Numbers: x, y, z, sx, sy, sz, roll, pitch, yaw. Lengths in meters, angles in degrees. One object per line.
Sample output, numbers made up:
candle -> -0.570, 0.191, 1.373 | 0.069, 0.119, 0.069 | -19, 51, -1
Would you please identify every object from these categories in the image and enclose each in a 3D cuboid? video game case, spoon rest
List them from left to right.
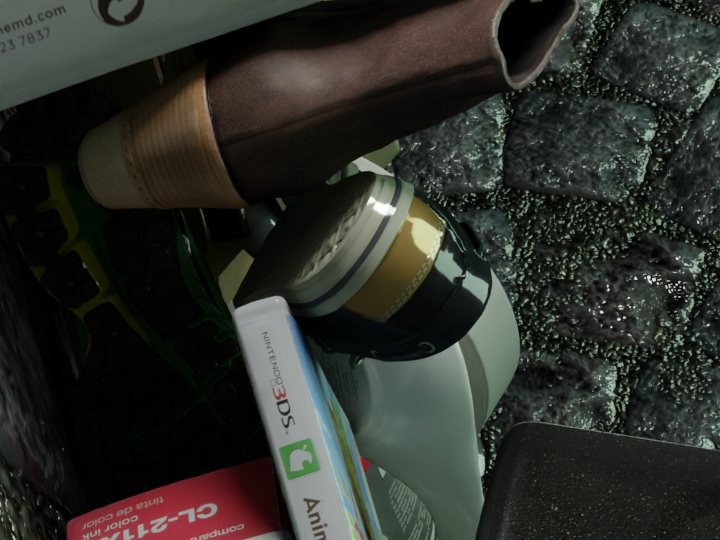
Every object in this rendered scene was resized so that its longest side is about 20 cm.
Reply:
video game case -> 0.002, 0.120, 0.863 | 0.200, 0.022, 0.182 | 68, 4, -73
spoon rest -> 0.016, 0.080, 1.015 | 0.099, 0.061, 0.200 | 8, -67, 47

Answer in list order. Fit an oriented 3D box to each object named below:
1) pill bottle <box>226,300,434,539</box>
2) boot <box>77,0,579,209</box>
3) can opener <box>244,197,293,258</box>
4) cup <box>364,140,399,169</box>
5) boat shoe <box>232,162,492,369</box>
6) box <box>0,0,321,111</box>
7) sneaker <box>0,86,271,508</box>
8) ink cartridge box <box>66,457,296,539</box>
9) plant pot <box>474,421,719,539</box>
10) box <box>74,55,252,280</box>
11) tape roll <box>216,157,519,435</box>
pill bottle -> -0.025, 0.108, 1.149 | 0.200, 0.111, 0.111 | 69, 5, -53
boot -> 0.004, -0.072, 0.870 | 0.200, 0.166, 0.072 | -48, 121, -66
can opener -> -0.069, -0.082, 1.048 | 0.066, 0.053, 0.200 | 40, 14, -48
cup -> -0.060, -0.093, 1.296 | 0.200, 0.143, 0.201 | -17, 90, -88
boat shoe -> 0.000, 0.000, 0.876 | 0.062, 0.075, 0.200 | 33, -5, -11
box -> -0.080, -0.180, 0.824 | 0.131, 0.199, 0.200 | -91, 162, -75
sneaker -> -0.079, 0.022, 0.935 | 0.085, 0.078, 0.200 | -83, 156, -84
ink cartridge box -> -0.037, 0.181, 0.782 | 0.200, 0.083, 0.146 | -102, 175, -61
plant pot -> 0.119, 0.189, 0.789 | 0.177, 0.200, 0.200 | -52, 145, -61
box -> -0.095, -0.067, 1.046 | 0.200, 0.021, 0.164 | 140, -66, -72
tape roll -> -0.019, 0.014, 1.164 | 0.037, 0.202, 0.203 | -56, 145, -31
